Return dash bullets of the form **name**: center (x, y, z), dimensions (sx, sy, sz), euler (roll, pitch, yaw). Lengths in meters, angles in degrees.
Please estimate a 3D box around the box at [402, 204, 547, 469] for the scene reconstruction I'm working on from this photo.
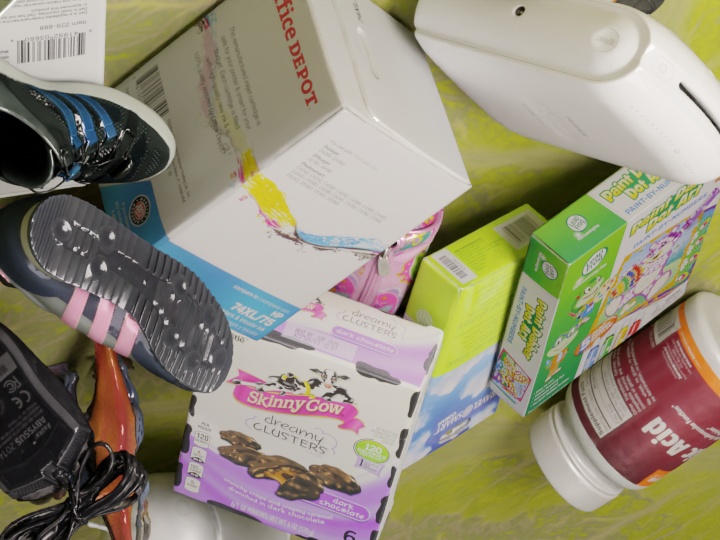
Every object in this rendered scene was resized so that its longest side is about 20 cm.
- **box**: center (0.079, 0.052, 1.770), dimensions (0.122, 0.048, 0.201), euler (-27, 148, -39)

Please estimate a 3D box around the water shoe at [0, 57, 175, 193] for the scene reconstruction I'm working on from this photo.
- **water shoe**: center (-0.195, -0.075, 1.401), dimensions (0.199, 0.079, 0.071), euler (17, 131, -41)

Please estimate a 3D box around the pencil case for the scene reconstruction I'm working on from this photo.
- **pencil case**: center (0.000, 0.000, 1.728), dimensions (0.087, 0.088, 0.200), euler (-1, 142, -22)

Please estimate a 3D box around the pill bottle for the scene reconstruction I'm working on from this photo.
- **pill bottle**: center (0.250, 0.117, 1.969), dimensions (0.200, 0.115, 0.114), euler (-38, 140, 25)

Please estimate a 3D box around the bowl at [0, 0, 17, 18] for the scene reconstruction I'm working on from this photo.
- **bowl**: center (-0.271, -0.205, 1.282), dimensions (0.200, 0.202, 0.090), euler (-12, 176, -9)

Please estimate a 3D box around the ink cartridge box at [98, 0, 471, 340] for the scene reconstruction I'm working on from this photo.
- **ink cartridge box**: center (-0.058, -0.082, 1.541), dimensions (0.200, 0.147, 0.146), euler (-35, 141, 23)

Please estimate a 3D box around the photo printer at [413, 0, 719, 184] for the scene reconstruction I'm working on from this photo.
- **photo printer**: center (0.154, -0.128, 1.538), dimensions (0.166, 0.199, 0.070), euler (39, 76, -51)

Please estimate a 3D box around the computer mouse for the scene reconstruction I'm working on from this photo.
- **computer mouse**: center (-0.262, 0.117, 1.722), dimensions (0.138, 0.200, 0.053), euler (-35, -177, 10)

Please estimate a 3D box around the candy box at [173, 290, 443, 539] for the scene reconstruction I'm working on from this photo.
- **candy box**: center (-0.043, 0.107, 1.731), dimensions (0.167, 0.072, 0.201), euler (19, 133, 6)

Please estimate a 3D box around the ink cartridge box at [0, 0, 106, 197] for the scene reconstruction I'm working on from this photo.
- **ink cartridge box**: center (-0.239, -0.139, 1.437), dimensions (0.145, 0.084, 0.200), euler (-8, 143, -15)

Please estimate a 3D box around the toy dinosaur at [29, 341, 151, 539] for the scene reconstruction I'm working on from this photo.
- **toy dinosaur**: center (-0.207, 0.149, 1.753), dimensions (0.104, 0.182, 0.200), euler (-6, 142, -16)

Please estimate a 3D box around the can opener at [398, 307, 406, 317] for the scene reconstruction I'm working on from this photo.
- **can opener**: center (-0.026, 0.072, 1.841), dimensions (0.199, 0.054, 0.067), euler (-6, 142, -15)

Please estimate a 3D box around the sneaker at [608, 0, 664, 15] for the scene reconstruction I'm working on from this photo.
- **sneaker**: center (0.155, -0.229, 1.502), dimensions (0.080, 0.074, 0.200), euler (-36, 141, 21)

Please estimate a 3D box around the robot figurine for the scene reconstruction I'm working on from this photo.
- **robot figurine**: center (-0.140, 0.227, 1.924), dimensions (0.169, 0.114, 0.200), euler (10, -179, 36)

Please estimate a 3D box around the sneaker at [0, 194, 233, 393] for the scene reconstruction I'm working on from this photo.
- **sneaker**: center (-0.164, 0.014, 1.469), dimensions (0.082, 0.070, 0.200), euler (-2, 145, 42)

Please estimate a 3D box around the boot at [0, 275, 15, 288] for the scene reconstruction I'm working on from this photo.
- **boot**: center (-0.193, 0.007, 1.678), dimensions (0.143, 0.073, 0.200), euler (-1, 157, 12)

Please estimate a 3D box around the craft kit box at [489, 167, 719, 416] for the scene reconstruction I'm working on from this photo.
- **craft kit box**: center (0.196, -0.005, 1.771), dimensions (0.200, 0.048, 0.198), euler (-35, 151, -29)
